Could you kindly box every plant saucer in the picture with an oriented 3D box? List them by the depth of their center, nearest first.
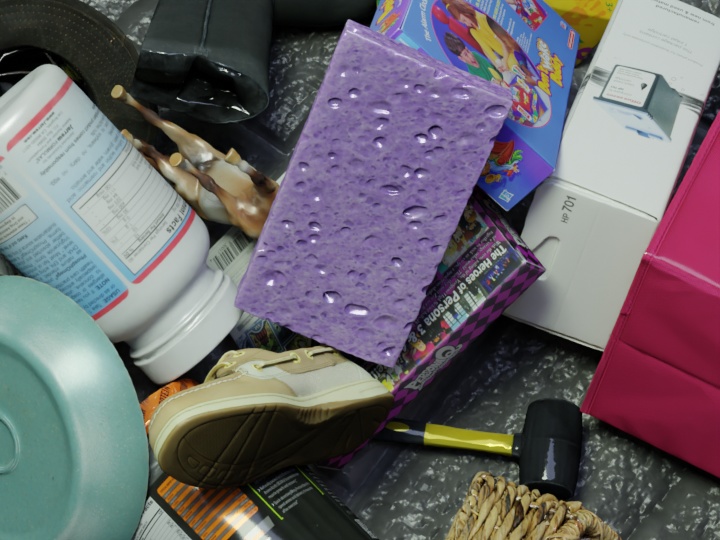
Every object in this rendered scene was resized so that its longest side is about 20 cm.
[{"bbox_3d":[-0.219,0.104,1.423,0.200,0.200,0.036,47,35,18],"label":"plant saucer"}]

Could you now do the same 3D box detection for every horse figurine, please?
[{"bbox_3d":[-0.099,-0.058,1.490,0.200,0.133,0.050,27,80,44],"label":"horse figurine"}]

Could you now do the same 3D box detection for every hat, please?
[{"bbox_3d":[-0.244,-0.109,1.573,0.200,0.201,0.081,-13,24,-9],"label":"hat"}]

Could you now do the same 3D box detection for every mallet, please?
[{"bbox_3d":[0.053,0.103,1.522,0.200,0.041,0.066,13,64,8],"label":"mallet"}]

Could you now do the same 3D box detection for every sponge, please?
[{"bbox_3d":[0.006,-0.044,1.391,0.111,0.200,0.030,21,24,-5],"label":"sponge"}]

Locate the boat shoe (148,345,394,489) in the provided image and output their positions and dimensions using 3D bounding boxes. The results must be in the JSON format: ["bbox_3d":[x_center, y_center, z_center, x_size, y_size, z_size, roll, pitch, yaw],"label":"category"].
[{"bbox_3d":[-0.065,0.084,1.382,0.066,0.074,0.200,47,26,27],"label":"boat shoe"}]

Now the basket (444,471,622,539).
[{"bbox_3d":[0.100,0.242,1.393,0.149,0.143,0.200,24,65,9],"label":"basket"}]

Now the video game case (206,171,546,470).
[{"bbox_3d":[0.000,0.000,1.495,0.200,0.036,0.181,-45,59,16],"label":"video game case"}]

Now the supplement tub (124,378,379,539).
[{"bbox_3d":[-0.073,0.170,1.432,0.122,0.123,0.200,-39,72,-19],"label":"supplement tub"}]

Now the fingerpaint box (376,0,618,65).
[{"bbox_3d":[0.094,-0.264,1.650,0.167,0.073,0.200,9,61,-23],"label":"fingerpaint box"}]

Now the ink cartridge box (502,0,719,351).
[{"bbox_3d":[0.172,-0.070,1.523,0.086,0.147,0.200,21,51,4],"label":"ink cartridge box"}]

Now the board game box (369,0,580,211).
[{"bbox_3d":[0.074,-0.142,1.468,0.134,0.045,0.200,41,29,-14],"label":"board game box"}]

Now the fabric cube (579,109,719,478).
[{"bbox_3d":[0.287,0.017,1.470,0.199,0.200,0.196,27,57,9],"label":"fabric cube"}]

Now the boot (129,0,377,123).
[{"bbox_3d":[-0.067,-0.169,1.574,0.164,0.066,0.200,2,27,3],"label":"boot"}]

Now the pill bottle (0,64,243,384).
[{"bbox_3d":[-0.168,-0.026,1.435,0.200,0.109,0.109,48,68,-15],"label":"pill bottle"}]

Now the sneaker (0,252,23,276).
[{"bbox_3d":[-0.215,-0.003,1.508,0.200,0.116,0.075,-15,107,-3],"label":"sneaker"}]
